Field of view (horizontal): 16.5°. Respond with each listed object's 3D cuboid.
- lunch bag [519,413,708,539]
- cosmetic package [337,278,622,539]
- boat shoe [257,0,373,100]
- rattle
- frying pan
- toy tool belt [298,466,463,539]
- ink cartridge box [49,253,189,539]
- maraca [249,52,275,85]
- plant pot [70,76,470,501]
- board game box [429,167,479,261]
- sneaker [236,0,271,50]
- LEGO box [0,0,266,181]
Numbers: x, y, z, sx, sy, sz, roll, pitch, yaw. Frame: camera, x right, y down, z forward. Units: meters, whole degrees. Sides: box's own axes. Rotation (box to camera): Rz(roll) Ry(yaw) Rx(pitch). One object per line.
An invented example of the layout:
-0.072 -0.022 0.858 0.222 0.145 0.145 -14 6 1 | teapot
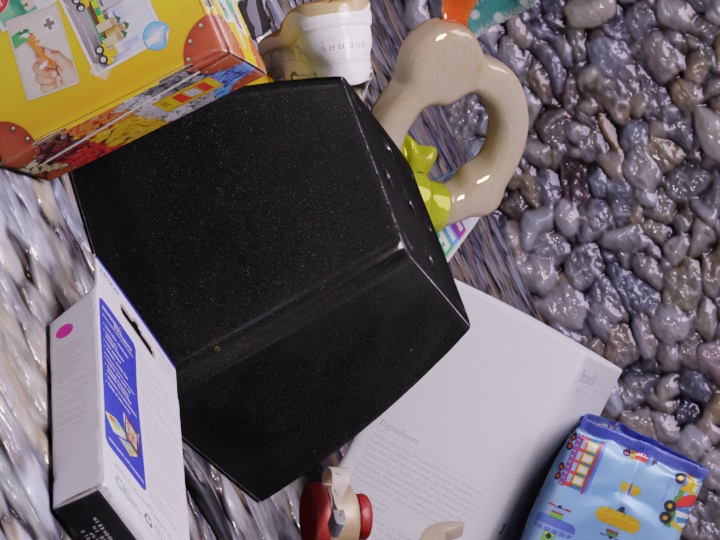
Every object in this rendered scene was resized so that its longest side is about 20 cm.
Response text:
0.146 0.175 1.679 0.094 0.151 0.200 23 1 -4 | lunch bag
0.078 0.124 1.747 0.123 0.201 0.199 27 1 14 | cosmetic package
-0.028 -0.129 1.660 0.200 0.070 0.070 132 -51 -83 | boat shoe
0.044 -0.138 1.677 0.143 0.130 0.201 -113 -161 -58 | rattle
-0.061 0.194 1.405 0.190 0.031 0.115 52 16 -43 | frying pan
0.039 0.219 1.572 0.125 0.122 0.201 110 -27 -46 | toy tool belt
-0.126 0.086 1.309 0.095 0.037 0.200 58 14 -34 | ink cartridge box
-0.126 -0.125 1.620 0.200 0.137 0.107 42 68 -44 | maraca
-0.048 -0.006 1.547 0.200 0.177 0.200 47 20 -59 | plant pot
0.000 0.000 1.737 0.034 0.134 0.200 61 30 -14 | board game box
-0.078 -0.129 1.779 0.076 0.087 0.201 147 -49 -66 | sneaker
-0.164 -0.174 1.411 0.201 0.148 0.077 67 10 9 | LEGO box
